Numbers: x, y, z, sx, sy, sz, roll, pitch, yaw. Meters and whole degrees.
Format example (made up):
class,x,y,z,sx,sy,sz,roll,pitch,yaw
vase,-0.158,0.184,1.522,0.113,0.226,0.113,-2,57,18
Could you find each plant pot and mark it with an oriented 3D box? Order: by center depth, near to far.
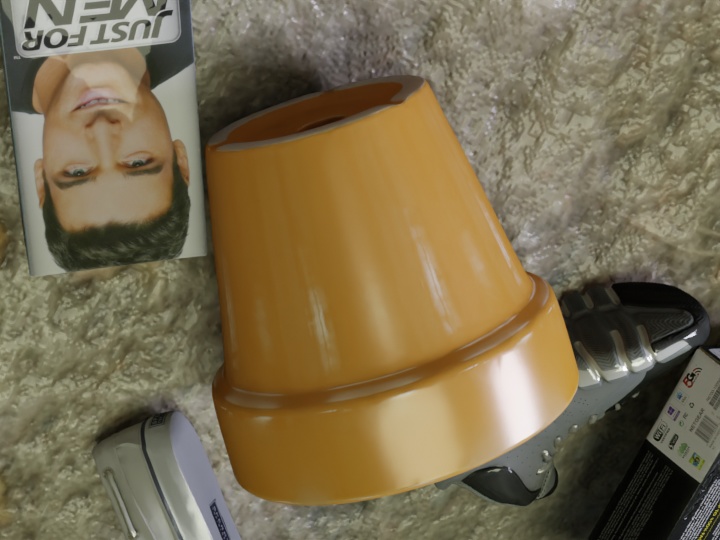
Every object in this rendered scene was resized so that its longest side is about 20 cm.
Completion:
class,x,y,z,sx,sy,sz,roll,pitch,yaw
plant pot,0.000,0.000,0.997,0.199,0.200,0.184,-18,106,-5

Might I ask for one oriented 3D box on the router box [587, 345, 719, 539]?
class,x,y,z,sx,sy,sz,roll,pitch,yaw
router box,0.222,0.142,1.165,0.149,0.051,0.201,2,121,-49

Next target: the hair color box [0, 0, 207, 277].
class,x,y,z,sx,sy,sz,roll,pitch,yaw
hair color box,-0.138,-0.102,0.969,0.098,0.061,0.201,-8,120,-11

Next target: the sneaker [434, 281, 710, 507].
class,x,y,z,sx,sy,sz,roll,pitch,yaw
sneaker,0.126,0.085,1.140,0.199,0.075,0.116,-18,127,5

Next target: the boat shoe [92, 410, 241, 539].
class,x,y,z,sx,sy,sz,roll,pitch,yaw
boat shoe,-0.105,0.187,1.098,0.065,0.072,0.201,-20,96,12
